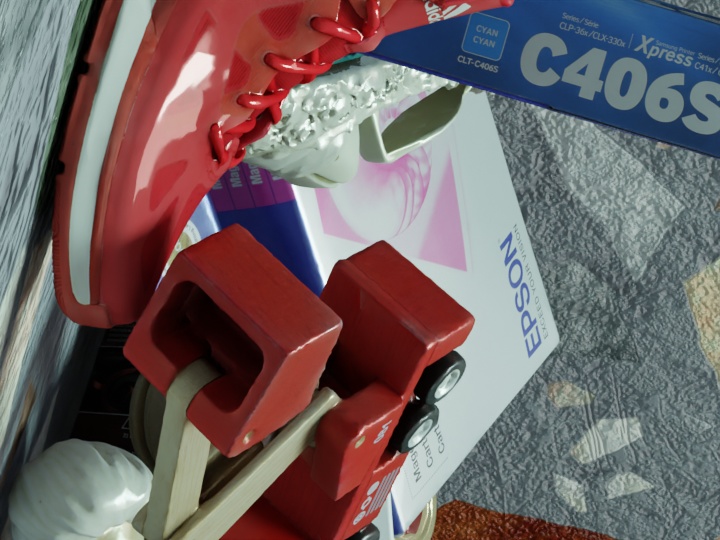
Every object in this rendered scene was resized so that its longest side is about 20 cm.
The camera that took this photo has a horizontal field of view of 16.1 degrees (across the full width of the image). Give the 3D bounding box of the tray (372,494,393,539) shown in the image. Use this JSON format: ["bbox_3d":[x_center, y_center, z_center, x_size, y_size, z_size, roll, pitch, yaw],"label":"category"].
[{"bbox_3d":[-0.030,0.130,0.981,0.107,0.022,0.201,-24,118,-41],"label":"tray"}]

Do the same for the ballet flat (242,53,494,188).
[{"bbox_3d":[-0.002,-0.066,0.930,0.200,0.072,0.072,-27,143,-47],"label":"ballet flat"}]

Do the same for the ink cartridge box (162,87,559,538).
[{"bbox_3d":[0.000,0.000,1.023,0.200,0.043,0.197,-48,130,-44],"label":"ink cartridge box"}]

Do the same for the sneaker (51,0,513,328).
[{"bbox_3d":[-0.017,-0.068,0.757,0.078,0.115,0.201,-75,-178,-82],"label":"sneaker"}]

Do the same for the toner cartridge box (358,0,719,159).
[{"bbox_3d":[0.032,-0.087,0.843,0.095,0.199,0.043,-78,-176,-82],"label":"toner cartridge box"}]

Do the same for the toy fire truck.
[{"bbox_3d":[-0.030,0.057,0.835,0.141,0.049,0.201,-29,153,-45],"label":"toy fire truck"}]

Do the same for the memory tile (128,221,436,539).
[{"bbox_3d":[-0.026,0.054,1.037,0.200,0.017,0.154,-1,92,-55],"label":"memory tile"}]

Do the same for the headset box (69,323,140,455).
[{"bbox_3d":[-0.054,0.092,1.080,0.149,0.075,0.201,43,58,-49],"label":"headset box"}]

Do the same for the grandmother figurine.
[{"bbox_3d":[-0.101,0.143,0.913,0.121,0.060,0.201,-44,149,-49],"label":"grandmother figurine"}]
